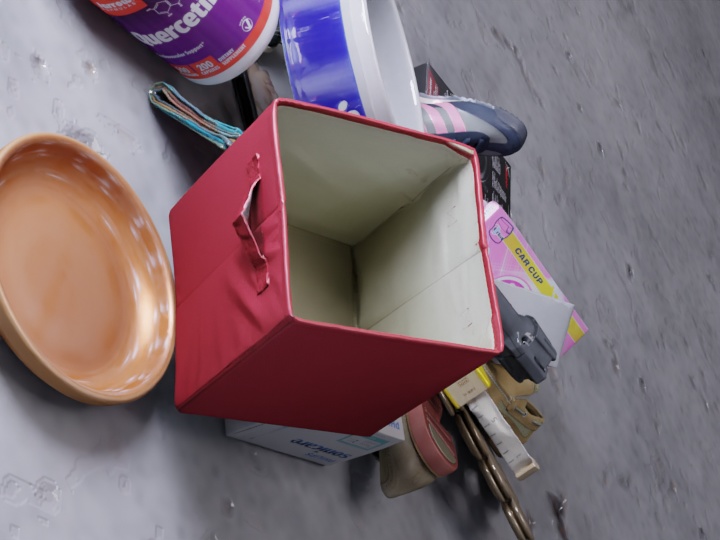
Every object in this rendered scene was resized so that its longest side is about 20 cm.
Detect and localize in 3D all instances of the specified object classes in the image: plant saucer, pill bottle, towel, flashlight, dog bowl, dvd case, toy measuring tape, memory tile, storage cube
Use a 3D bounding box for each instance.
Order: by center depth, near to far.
[{"bbox_3d":[-0.205,0.002,1.105,0.200,0.037,0.201,40,39,-43],"label":"plant saucer"},{"bbox_3d":[-0.027,0.005,1.138,0.199,0.180,0.172,10,60,-30],"label":"storage cube"},{"bbox_3d":[-0.163,-0.245,1.276,0.200,0.112,0.113,36,41,-45],"label":"pill bottle"},{"bbox_3d":[-0.073,-0.092,1.314,0.200,0.022,0.147,27,5,-41],"label":"towel"},{"bbox_3d":[-0.005,-0.178,1.395,0.200,0.078,0.201,-13,90,-78],"label":"dog bowl"},{"bbox_3d":[0.098,0.098,1.420,0.200,0.073,0.074,54,29,-10],"label":"toy measuring tape"},{"bbox_3d":[0.108,0.016,1.445,0.200,0.068,0.068,50,61,-28],"label":"flashlight"},{"bbox_3d":[-0.064,-0.125,1.473,0.142,0.017,0.201,10,62,-60],"label":"dvd case"},{"bbox_3d":[0.112,0.166,1.527,0.201,0.017,0.153,62,3,-12],"label":"memory tile"}]

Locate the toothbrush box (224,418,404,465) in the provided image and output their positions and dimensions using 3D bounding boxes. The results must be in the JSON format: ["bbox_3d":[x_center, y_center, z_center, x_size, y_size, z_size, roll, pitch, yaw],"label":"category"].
[{"bbox_3d":[-0.048,0.048,1.307,0.146,0.085,0.201,27,49,-51],"label":"toothbrush box"}]

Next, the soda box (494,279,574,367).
[{"bbox_3d":[0.107,0.036,1.515,0.199,0.063,0.069,17,90,-28],"label":"soda box"}]

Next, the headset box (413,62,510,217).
[{"bbox_3d":[0.081,-0.109,1.662,0.200,0.077,0.149,45,35,-37],"label":"headset box"}]

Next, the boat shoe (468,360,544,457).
[{"bbox_3d":[0.140,0.116,1.547,0.072,0.076,0.200,64,3,29],"label":"boat shoe"}]

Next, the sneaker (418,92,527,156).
[{"bbox_3d":[0.063,-0.128,1.529,0.070,0.199,0.082,104,-4,-59],"label":"sneaker"}]

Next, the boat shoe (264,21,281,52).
[{"bbox_3d":[-0.077,-0.280,1.499,0.075,0.062,0.200,48,28,-23],"label":"boat shoe"}]

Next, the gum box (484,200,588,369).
[{"bbox_3d":[0.133,0.025,1.605,0.200,0.113,0.066,51,-8,-30],"label":"gum box"}]

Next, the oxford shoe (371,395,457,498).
[{"bbox_3d":[0.032,0.131,1.415,0.071,0.075,0.200,51,11,-22],"label":"oxford shoe"}]
